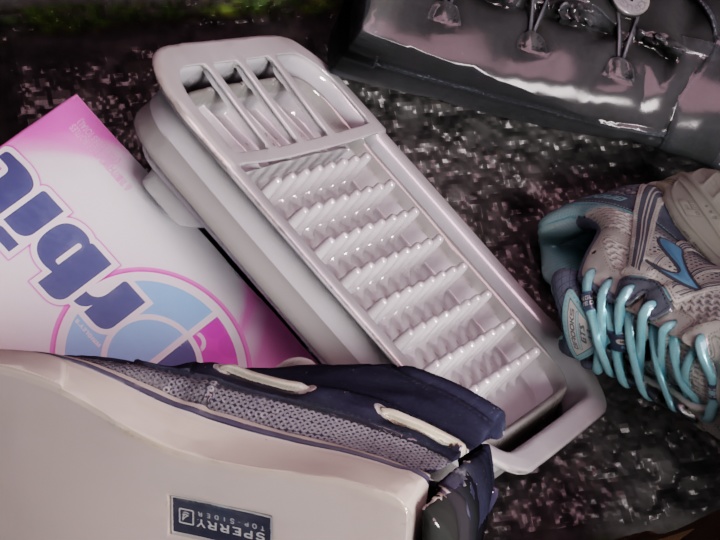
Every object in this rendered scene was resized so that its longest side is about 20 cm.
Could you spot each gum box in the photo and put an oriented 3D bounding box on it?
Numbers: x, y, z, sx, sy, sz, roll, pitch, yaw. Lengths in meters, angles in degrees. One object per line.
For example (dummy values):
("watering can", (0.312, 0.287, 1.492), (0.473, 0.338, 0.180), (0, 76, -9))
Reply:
("gum box", (-0.093, 0.043, 0.904), (0.113, 0.066, 0.200), (-38, 82, -31))

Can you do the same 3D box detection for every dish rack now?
("dish rack", (0.000, 0.000, 0.933), (0.200, 0.044, 0.172), (48, 18, 7))

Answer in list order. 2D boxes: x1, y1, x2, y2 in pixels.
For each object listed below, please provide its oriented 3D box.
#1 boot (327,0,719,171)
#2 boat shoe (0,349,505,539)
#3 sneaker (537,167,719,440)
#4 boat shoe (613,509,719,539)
("boot", (0.092, -0.124, 1.049), (0.199, 0.066, 0.166), (13, 47, -6))
("boat shoe", (-0.047, 0.061, 0.827), (0.199, 0.075, 0.093), (16, 25, 19))
("sneaker", (0.119, 0.028, 0.950), (0.086, 0.078, 0.200), (-5, 24, -9))
("boat shoe", (0.132, 0.125, 0.873), (0.074, 0.202, 0.075), (-27, 92, -35))
